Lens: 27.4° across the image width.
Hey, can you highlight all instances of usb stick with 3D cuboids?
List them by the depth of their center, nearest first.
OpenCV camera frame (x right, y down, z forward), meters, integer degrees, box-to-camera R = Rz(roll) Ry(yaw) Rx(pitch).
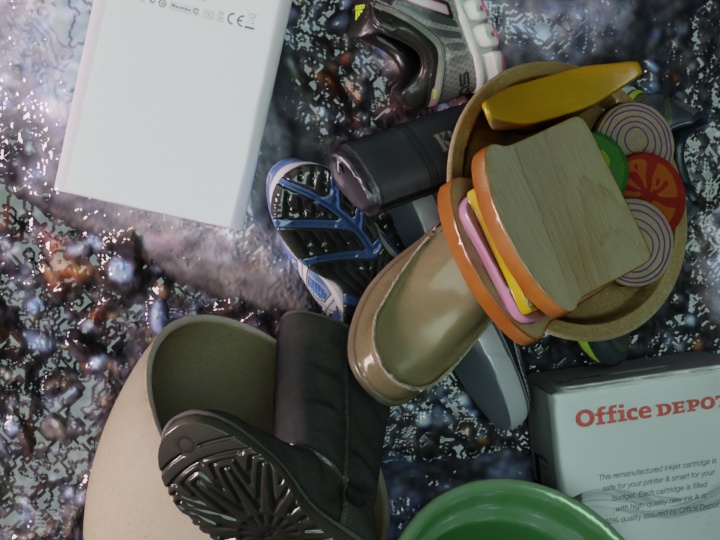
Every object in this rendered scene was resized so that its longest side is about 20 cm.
[{"bbox_3d":[0.063,-0.084,0.991,0.199,0.033,0.056,-22,66,-39],"label":"usb stick"}]

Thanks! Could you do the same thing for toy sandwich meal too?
[{"bbox_3d":[0.138,-0.048,0.928,0.204,0.070,0.207,7,74,-25],"label":"toy sandwich meal"}]

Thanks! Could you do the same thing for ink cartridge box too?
[{"bbox_3d":[0.202,0.166,1.057,0.146,0.083,0.201,-6,96,-8],"label":"ink cartridge box"}]

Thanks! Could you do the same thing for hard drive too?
[{"bbox_3d":[-0.124,-0.139,1.012,0.131,0.027,0.201,12,92,-10],"label":"hard drive"}]

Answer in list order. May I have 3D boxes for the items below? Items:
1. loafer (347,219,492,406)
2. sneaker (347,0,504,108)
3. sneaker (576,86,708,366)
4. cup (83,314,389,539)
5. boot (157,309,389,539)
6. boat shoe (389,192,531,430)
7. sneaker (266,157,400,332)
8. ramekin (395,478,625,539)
[{"bbox_3d":[0.064,0.001,0.958,0.076,0.067,0.200,40,64,-9],"label":"loafer"},{"bbox_3d":[0.022,-0.197,1.005,0.087,0.074,0.201,-30,103,-12],"label":"sneaker"},{"bbox_3d":[0.191,-0.031,1.030,0.081,0.074,0.201,9,96,31],"label":"sneaker"},{"bbox_3d":[-0.100,0.152,0.971,0.200,0.201,0.143,41,117,-10],"label":"cup"},{"bbox_3d":[-0.042,0.088,0.905,0.072,0.201,0.182,-26,123,26],"label":"boot"},{"bbox_3d":[0.084,0.011,1.039,0.066,0.070,0.201,-26,91,-19],"label":"boat shoe"},{"bbox_3d":[0.000,0.000,1.021,0.075,0.077,0.201,-32,116,-4],"label":"sneaker"},{"bbox_3d":[0.088,0.243,0.937,0.199,0.098,0.201,11,57,-17],"label":"ramekin"}]
